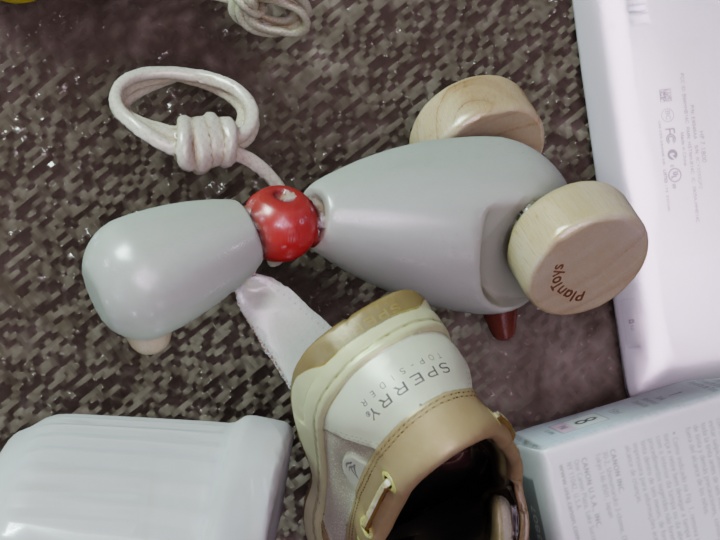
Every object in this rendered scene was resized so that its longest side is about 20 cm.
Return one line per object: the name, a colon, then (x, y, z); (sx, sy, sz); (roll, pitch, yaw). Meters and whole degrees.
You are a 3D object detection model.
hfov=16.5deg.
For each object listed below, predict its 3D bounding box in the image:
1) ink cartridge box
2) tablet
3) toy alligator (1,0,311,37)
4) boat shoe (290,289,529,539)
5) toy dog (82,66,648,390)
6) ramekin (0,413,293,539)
ink cartridge box: (0.170, 0.115, 0.949); (0.200, 0.057, 0.163); (-16, 99, -15)
tablet: (0.153, -0.053, 0.961); (0.130, 0.014, 0.200); (-9, 94, -10)
toy alligator: (-0.111, -0.132, 0.892); (0.200, 0.059, 0.054); (15, 48, -11)
boat shoe: (0.023, 0.085, 0.853); (0.074, 0.200, 0.066); (-33, 60, -7)
toy dog: (0.000, 0.000, 0.896); (0.200, 0.132, 0.096); (1, 130, -6)
ramekin: (-0.089, 0.141, 0.835); (0.094, 0.202, 0.203); (12, 89, 0)
